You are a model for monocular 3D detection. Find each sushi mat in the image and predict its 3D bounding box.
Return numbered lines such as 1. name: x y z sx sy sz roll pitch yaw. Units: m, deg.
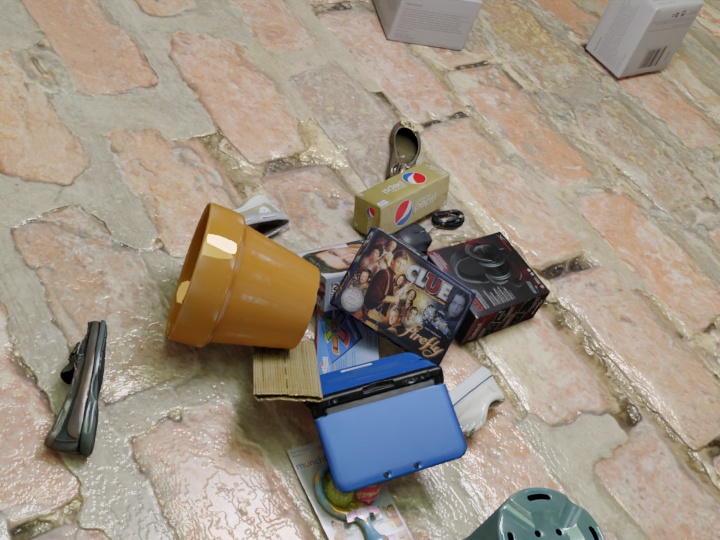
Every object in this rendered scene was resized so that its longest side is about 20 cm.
1. sushi mat: -0.105 0.138 1.341 0.094 0.012 0.200 3 17 -7

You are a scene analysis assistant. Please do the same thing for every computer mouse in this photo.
1. computer mouse: 0.125 -0.074 1.705 0.059 0.034 0.199 41 45 18

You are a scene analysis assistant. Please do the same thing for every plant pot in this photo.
1. plant pot: 0.201 0.384 1.183 0.197 0.197 0.202 12 44 -12
2. plant pot: -0.163 0.028 1.367 0.181 0.201 0.202 19 43 -15

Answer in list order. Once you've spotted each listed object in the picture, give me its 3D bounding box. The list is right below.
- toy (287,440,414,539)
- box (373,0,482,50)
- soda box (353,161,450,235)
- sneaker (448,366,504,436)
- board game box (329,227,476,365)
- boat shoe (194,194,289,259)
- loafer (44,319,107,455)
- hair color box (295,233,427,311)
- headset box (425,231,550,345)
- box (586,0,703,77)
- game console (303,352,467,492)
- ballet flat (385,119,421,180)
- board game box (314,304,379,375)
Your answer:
1. toy: -0.006 0.302 1.277 0.114 0.047 0.201 -8 53 -31
2. box: 0.146 -0.627 2.171 0.197 0.131 0.201 3 48 -21
3. soda box: 0.076 -0.126 1.698 0.064 0.069 0.199 29 40 33
4. sneaker: 0.149 0.215 1.412 0.071 0.073 0.199 46 51 13
5. board game box: 0.068 0.044 1.470 0.199 0.035 0.137 32 82 -18
6. boat shoe: -0.191 -0.057 1.521 0.064 0.075 0.202 32 37 14
7. loafer: -0.372 0.147 1.249 0.062 0.072 0.202 4 49 -12
8. hair color box: 0.000 0.000 1.537 0.198 0.061 0.099 -13 32 -33
9. headset box: 0.197 0.029 1.607 0.198 0.078 0.149 -15 56 -36
10. box: 0.696 -0.602 2.331 0.197 0.201 0.131 -17 55 -35
11. game console: 0.023 0.207 1.333 0.197 0.120 0.170 -12 11 -18
12. ballet flat: 0.085 -0.232 1.828 0.067 0.047 0.201 20 44 -6
13. board game box: -0.020 0.130 1.455 0.101 0.020 0.202 13 45 -13
